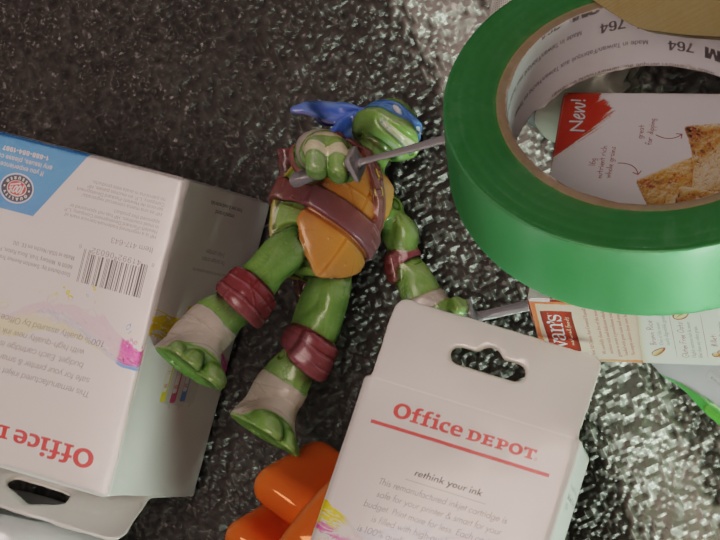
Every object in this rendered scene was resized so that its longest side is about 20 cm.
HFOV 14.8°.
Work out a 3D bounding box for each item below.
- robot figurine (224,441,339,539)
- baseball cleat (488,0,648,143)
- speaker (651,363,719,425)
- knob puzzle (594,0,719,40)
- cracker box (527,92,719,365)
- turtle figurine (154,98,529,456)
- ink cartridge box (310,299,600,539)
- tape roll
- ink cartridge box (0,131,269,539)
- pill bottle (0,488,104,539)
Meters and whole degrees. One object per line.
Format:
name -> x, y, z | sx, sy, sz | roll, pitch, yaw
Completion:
robot figurine -> 0.025, 0.175, 1.468 | 0.200, 0.117, 0.144 | 38, 81, 16
baseball cleat -> 0.136, -0.164, 1.466 | 0.106, 0.070, 0.200 | 36, 99, 13
speaker -> 0.237, 0.068, 1.417 | 0.200, 0.088, 0.088 | 40, 100, 16
knob puzzle -> 0.172, -0.199, 1.347 | 0.220, 0.030, 0.220 | -7, 78, 38
cracker box -> 0.191, -0.021, 1.376 | 0.200, 0.058, 0.134 | 1, 54, 16
turtle figurine -> 0.000, 0.000, 1.454 | 0.200, 0.144, 0.194 | 32, 79, 22
ink cartridge box -> 0.042, 0.127, 1.384 | 0.117, 0.067, 0.200 | 17, 80, 12
tape roll -> 0.141, -0.067, 1.343 | 0.200, 0.048, 0.200 | -4, 48, 4
ink cartridge box -> -0.152, 0.038, 1.524 | 0.129, 0.125, 0.200 | 15, 91, 20
pill bottle -> -0.214, 0.226, 1.549 | 0.116, 0.116, 0.200 | 14, 93, 19
